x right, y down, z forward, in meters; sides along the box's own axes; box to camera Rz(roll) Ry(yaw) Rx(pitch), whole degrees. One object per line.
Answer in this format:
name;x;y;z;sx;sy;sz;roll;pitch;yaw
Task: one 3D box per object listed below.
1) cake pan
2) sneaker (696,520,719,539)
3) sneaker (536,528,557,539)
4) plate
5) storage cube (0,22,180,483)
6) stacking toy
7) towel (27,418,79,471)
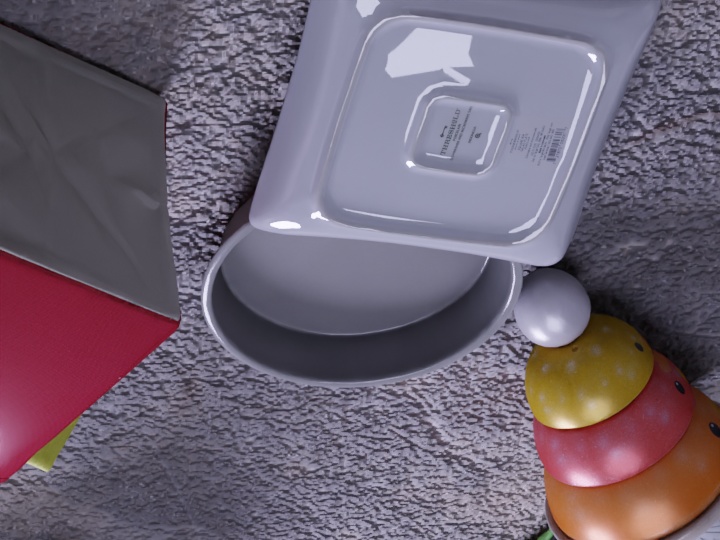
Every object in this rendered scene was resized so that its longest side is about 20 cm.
cake pan;0.000;0.000;1.481;0.199;0.037;0.201;-4;142;-3
sneaker;0.264;0.165;1.697;0.199;0.078;0.099;15;133;-26
sneaker;0.145;0.247;1.771;0.076;0.084;0.200;12;138;-21
plate;0.054;-0.085;1.352;0.199;0.032;0.200;7;125;-17
storage cube;-0.223;-0.016;1.321;0.200;0.171;0.180;25;132;-33
stacking toy;0.155;0.079;1.552;0.146;0.146;0.200;-20;124;17
towel;-0.253;0.054;1.492;0.200;0.018;0.086;30;91;-37
